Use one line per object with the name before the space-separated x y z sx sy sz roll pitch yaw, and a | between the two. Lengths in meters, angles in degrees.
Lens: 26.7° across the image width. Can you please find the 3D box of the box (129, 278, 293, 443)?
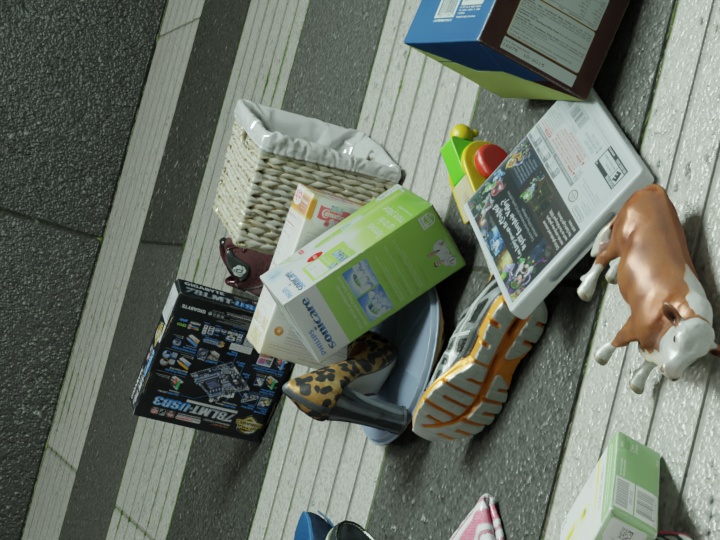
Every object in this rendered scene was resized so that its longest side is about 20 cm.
box | -0.198 0.130 2.120 0.200 0.198 0.050 -66 23 21

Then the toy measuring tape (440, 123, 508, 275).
toy measuring tape | 0.143 -0.068 1.612 0.074 0.073 0.202 -47 56 50

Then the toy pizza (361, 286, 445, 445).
toy pizza | 0.051 0.103 1.735 0.200 0.031 0.203 -163 90 -71

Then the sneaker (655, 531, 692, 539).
sneaker | 0.220 0.287 1.101 0.081 0.074 0.203 138 144 -55

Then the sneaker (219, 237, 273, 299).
sneaker | -0.145 -0.051 2.233 0.076 0.114 0.202 -123 52 -64

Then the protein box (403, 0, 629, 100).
protein box | 0.171 -0.293 1.534 0.202 0.134 0.198 -66 21 -2

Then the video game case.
video game case | 0.186 -0.073 1.466 0.182 0.023 0.201 -48 29 19

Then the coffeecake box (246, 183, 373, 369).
coffeecake box | -0.031 0.016 1.836 0.202 0.152 0.073 -70 21 8

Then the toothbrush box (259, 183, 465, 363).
toothbrush box | 0.000 0.000 1.712 0.199 0.087 0.146 -35 18 -4

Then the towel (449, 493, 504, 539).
towel | 0.099 0.330 1.444 0.147 0.030 0.201 -58 26 35

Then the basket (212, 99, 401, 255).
basket | -0.079 -0.110 1.994 0.198 0.197 0.163 -128 56 -66

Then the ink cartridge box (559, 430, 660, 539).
ink cartridge box | 0.176 0.246 1.211 0.202 0.047 0.146 -64 -2 21

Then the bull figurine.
bull figurine | 0.240 0.025 1.252 0.122 0.064 0.202 -50 31 42

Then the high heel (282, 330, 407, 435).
high heel | -0.031 0.104 1.694 0.072 0.141 0.201 -65 22 22

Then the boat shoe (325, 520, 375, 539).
boat shoe | 0.017 0.320 1.592 0.200 0.073 0.067 -113 36 -55

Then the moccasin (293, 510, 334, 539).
moccasin | -0.031 0.343 1.723 0.200 0.067 0.082 -120 42 -64

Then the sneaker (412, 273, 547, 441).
sneaker | 0.116 0.088 1.524 0.201 0.078 0.078 -54 27 19
